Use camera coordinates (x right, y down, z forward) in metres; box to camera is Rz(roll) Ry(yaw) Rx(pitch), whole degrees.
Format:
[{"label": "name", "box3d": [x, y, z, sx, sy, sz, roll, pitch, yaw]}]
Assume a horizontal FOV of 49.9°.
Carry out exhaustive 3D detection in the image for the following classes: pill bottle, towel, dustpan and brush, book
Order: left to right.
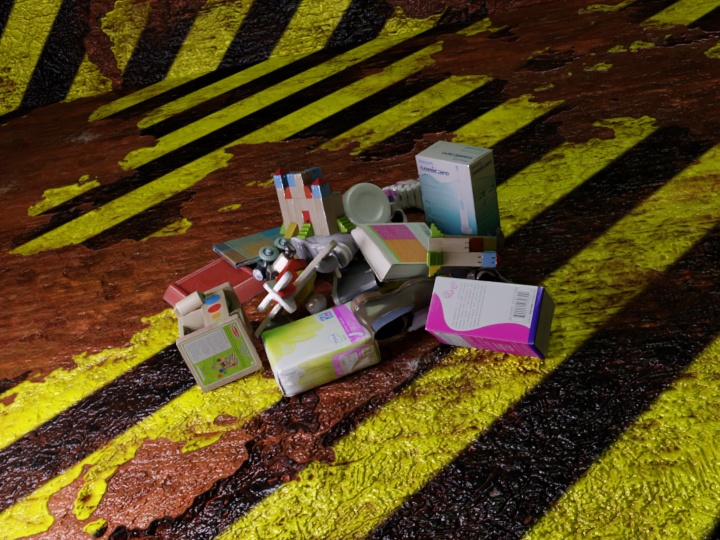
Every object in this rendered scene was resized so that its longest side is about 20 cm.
[{"label": "towel", "box3d": [-0.238, -0.058, 1.859, 0.198, 0.022, 0.146, -18, 27, -27]}, {"label": "pill bottle", "box3d": [-0.020, -0.115, 1.744, 0.112, 0.113, 0.200, -31, 1, -27]}, {"label": "book", "box3d": [0.091, -0.046, 1.589, 0.198, 0.048, 0.134, -3, 47, -41]}, {"label": "dustpan and brush", "box3d": [0.125, 0.052, 1.545, 0.138, 0.058, 0.200, -27, 39, -8]}]

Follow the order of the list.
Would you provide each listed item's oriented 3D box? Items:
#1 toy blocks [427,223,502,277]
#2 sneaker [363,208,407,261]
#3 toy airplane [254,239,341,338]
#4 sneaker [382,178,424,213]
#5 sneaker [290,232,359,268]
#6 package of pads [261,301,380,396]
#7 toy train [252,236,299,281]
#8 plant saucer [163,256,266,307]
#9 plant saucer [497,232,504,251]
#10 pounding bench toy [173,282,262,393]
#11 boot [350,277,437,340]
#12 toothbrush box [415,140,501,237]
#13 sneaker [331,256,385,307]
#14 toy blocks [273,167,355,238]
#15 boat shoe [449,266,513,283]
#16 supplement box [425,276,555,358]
[{"label": "toy blocks", "box3d": [0.203, -0.038, 1.484, 0.135, 0.101, 0.200, 2, 5, 9]}, {"label": "sneaker", "box3d": [0.050, -0.063, 1.724, 0.069, 0.083, 0.200, 6, 36, 25]}, {"label": "toy airplane", "box3d": [-0.125, 0.040, 1.539, 0.200, 0.141, 0.200, -58, 14, -27]}, {"label": "sneaker", "box3d": [0.149, -0.191, 1.907, 0.198, 0.081, 0.088, 3, 26, 27]}, {"label": "sneaker", "box3d": [-0.070, -0.049, 1.637, 0.082, 0.075, 0.199, -40, 32, -30]}, {"label": "package of pads", "box3d": [-0.074, 0.145, 1.448, 0.198, 0.069, 0.155, -20, 30, -9]}, {"label": "toy train", "box3d": [-0.148, -0.022, 1.738, 0.113, 0.086, 0.200, 32, 45, 21]}, {"label": "plant saucer", "box3d": [-0.331, 0.033, 1.769, 0.199, 0.037, 0.199, -30, 34, -27]}, {"label": "plant saucer", "box3d": [0.220, -0.073, 1.722, 0.198, 0.035, 0.201, -10, 30, 6]}, {"label": "pounding bench toy", "box3d": [-0.289, 0.093, 1.479, 0.123, 0.202, 0.156, -23, 32, -4]}, {"label": "boot", "box3d": [0.089, 0.076, 1.418, 0.198, 0.075, 0.097, -14, 38, -12]}, {"label": "toothbrush box", "box3d": [0.208, -0.159, 1.637, 0.146, 0.202, 0.085, 18, 43, 43]}, {"label": "sneaker", "box3d": [0.000, 0.000, 1.624, 0.105, 0.075, 0.201, -28, 35, 18]}, {"label": "toy blocks", "box3d": [-0.104, -0.146, 1.577, 0.099, 0.138, 0.199, -23, 18, -37]}, {"label": "boat shoe", "box3d": [0.246, 0.025, 1.506, 0.074, 0.074, 0.199, -29, 34, -25]}, {"label": "supplement box", "box3d": [0.228, 0.081, 1.359, 0.198, 0.103, 0.102, 7, 73, 29]}]
